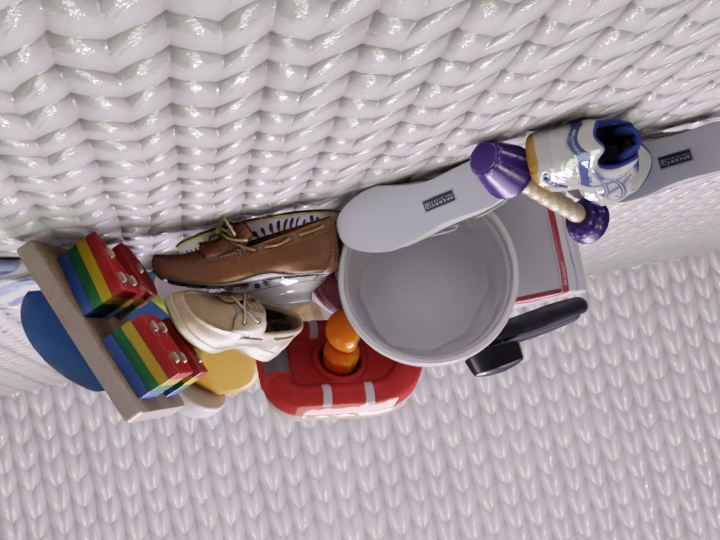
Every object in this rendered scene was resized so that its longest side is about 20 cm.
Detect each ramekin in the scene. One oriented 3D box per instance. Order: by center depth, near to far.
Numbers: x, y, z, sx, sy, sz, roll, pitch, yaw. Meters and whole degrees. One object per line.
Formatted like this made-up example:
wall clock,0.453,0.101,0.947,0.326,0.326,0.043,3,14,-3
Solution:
ramekin,0.074,0.012,1.462,0.199,0.201,0.105,-12,171,-2

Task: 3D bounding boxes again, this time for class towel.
towel,-0.392,0.015,1.433,0.146,0.024,0.200,-15,173,22

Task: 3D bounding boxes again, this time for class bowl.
bowl,-0.108,0.000,1.522,0.200,0.095,0.201,-12,173,-1

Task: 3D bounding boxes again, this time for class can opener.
can opener,0.208,0.079,1.694,0.199,0.079,0.063,-20,173,-27

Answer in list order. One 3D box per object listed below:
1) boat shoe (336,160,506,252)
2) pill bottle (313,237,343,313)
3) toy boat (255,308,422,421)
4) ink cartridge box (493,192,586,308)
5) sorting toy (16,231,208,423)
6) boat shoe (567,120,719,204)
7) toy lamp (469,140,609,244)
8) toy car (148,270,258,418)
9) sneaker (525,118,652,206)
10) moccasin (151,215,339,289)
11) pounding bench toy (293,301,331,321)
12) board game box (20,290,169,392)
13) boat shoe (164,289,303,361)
boat shoe,0.073,-0.069,1.390,0.199,0.072,0.068,-22,170,18
pill bottle,0.000,0.000,1.624,0.113,0.114,0.200,-10,177,-22
toy boat,-0.020,0.096,1.547,0.199,0.131,0.131,-3,140,-16
ink cartridge box,0.185,-0.027,1.610,0.145,0.145,0.200,-13,176,18
sorting toy,-0.239,0.049,1.325,0.069,0.199,0.200,-34,174,2
boat shoe,0.317,-0.118,1.416,0.199,0.072,0.066,-17,176,9
toy lamp,0.180,-0.081,1.320,0.058,0.058,0.200,-16,154,35
toy car,-0.215,0.071,1.639,0.200,0.150,0.175,29,114,-23
sneaker,0.251,-0.110,1.293,0.088,0.076,0.200,-18,171,39
moccasin,-0.124,-0.024,1.395,0.200,0.078,0.074,-7,-170,2
pounding bench toy,-0.111,0.073,1.852,0.155,0.125,0.200,-15,-173,25
board game box,-0.289,0.086,1.459,0.200,0.158,0.039,-4,135,-46
boat shoe,-0.134,0.050,1.413,0.065,0.072,0.200,-35,152,19
